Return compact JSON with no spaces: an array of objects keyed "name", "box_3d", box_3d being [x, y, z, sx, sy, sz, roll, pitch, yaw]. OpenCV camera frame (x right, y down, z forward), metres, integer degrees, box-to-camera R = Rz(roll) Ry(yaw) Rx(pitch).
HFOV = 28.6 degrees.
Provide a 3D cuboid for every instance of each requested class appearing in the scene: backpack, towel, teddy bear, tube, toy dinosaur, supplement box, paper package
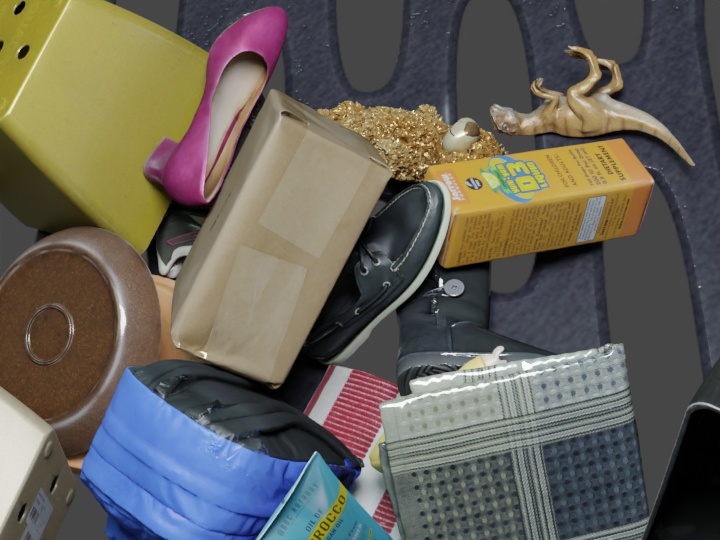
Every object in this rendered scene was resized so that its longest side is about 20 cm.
[{"name":"backpack","box_3d":[-0.114,0.166,1.087,0.161,0.200,0.170,24,88,27]},{"name":"towel","box_3d":[0.030,0.170,1.174,0.198,0.023,0.145,19,64,24]},{"name":"teddy bear","box_3d":[0.043,-0.124,1.312,0.144,0.068,0.199,-4,22,-45]},{"name":"tube","box_3d":[-0.022,0.193,1.044,0.050,0.200,0.078,25,77,27]},{"name":"toy dinosaur","box_3d":[0.224,-0.151,1.335,0.197,0.060,0.108,5,82,21]},{"name":"supplement box","box_3d":[0.152,-0.060,1.233,0.197,0.069,0.067,-12,48,-19]},{"name":"paper package","box_3d":[-0.072,-0.032,1.167,0.103,0.191,0.202,26,99,-12]},{"name":"towel","box_3d":[0.119,0.165,1.080,0.197,0.195,0.035,-12,12,-3]}]

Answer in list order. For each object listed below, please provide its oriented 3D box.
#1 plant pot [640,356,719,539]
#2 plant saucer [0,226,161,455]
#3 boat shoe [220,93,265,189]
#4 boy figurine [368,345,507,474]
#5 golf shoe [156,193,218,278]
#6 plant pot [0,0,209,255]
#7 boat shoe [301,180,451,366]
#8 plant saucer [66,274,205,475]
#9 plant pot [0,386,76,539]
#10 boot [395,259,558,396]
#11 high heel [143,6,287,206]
[{"name":"plant pot","box_3d":[0.335,0.139,1.031,0.197,0.202,0.178,21,46,15]},{"name":"plant saucer","box_3d":[-0.262,0.058,1.227,0.198,0.034,0.203,-7,75,28]},{"name":"boat shoe","box_3d":[-0.120,-0.137,1.334,0.072,0.066,0.201,-4,30,-12]},{"name":"boy figurine","box_3d":[0.104,0.124,1.120,0.197,0.064,0.126,-6,84,-3]},{"name":"golf shoe","box_3d":[-0.096,-0.028,1.309,0.197,0.077,0.089,4,75,19]},{"name":"plant pot","box_3d":[-0.273,-0.156,1.299,0.199,0.176,0.202,14,72,43]},{"name":"boat shoe","box_3d":[-0.001,-0.002,1.198,0.200,0.066,0.075,-48,44,29]},{"name":"plant saucer","box_3d":[-0.219,0.088,1.271,0.197,0.032,0.202,-6,57,9]},{"name":"plant pot","box_3d":[-0.344,0.185,1.145,0.175,0.201,0.202,18,61,9]},{"name":"boot","box_3d":[0.108,0.026,1.232,0.162,0.066,0.202,8,44,-7]},{"name":"high heel","box_3d":[-0.109,-0.145,1.241,0.095,0.067,0.201,25,72,47]}]
